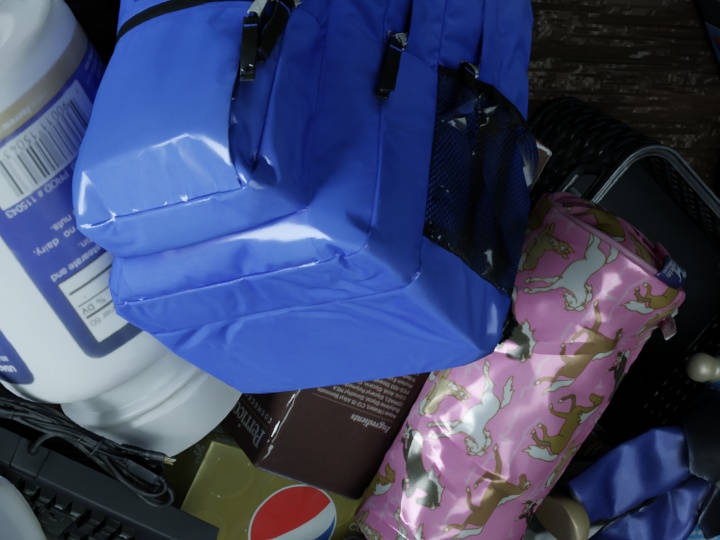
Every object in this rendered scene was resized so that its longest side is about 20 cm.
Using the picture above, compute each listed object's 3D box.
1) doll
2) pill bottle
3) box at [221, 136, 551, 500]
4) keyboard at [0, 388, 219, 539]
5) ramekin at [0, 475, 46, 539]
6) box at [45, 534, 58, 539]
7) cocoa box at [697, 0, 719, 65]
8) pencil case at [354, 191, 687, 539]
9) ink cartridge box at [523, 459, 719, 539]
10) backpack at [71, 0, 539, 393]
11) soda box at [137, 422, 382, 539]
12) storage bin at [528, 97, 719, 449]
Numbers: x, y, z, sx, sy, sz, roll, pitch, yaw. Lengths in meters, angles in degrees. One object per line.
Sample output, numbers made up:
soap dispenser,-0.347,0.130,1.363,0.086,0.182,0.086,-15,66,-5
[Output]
doll,0.189,0.112,0.810,0.199,0.048,0.138,-25,110,-21
pill bottle,-0.134,-0.012,0.675,0.119,0.120,0.201,-34,121,-8
box,0.000,0.000,0.752,0.075,0.100,0.201,21,100,-34
keyboard,-0.158,0.092,0.695,0.199,0.021,0.127,26,142,-14
ramekin,-0.191,0.173,0.641,0.093,0.203,0.204,-10,118,5
box,-0.111,0.226,0.810,0.199,0.078,0.095,32,97,-31
cocoa box,0.284,-0.133,0.769,0.133,0.200,0.132,-34,122,-8
pencil case,0.077,0.063,0.721,0.201,0.086,0.083,-59,158,11
ink cartridge box,0.130,0.223,0.917,0.145,0.086,0.202,0,110,-24
backpack,-0.015,-0.074,0.613,0.168,0.161,0.202,42,52,-44
soda box,-0.019,0.131,0.821,0.199,0.064,0.068,20,102,-30
storage bin,0.148,0.018,0.834,0.135,0.094,0.200,-49,121,1
